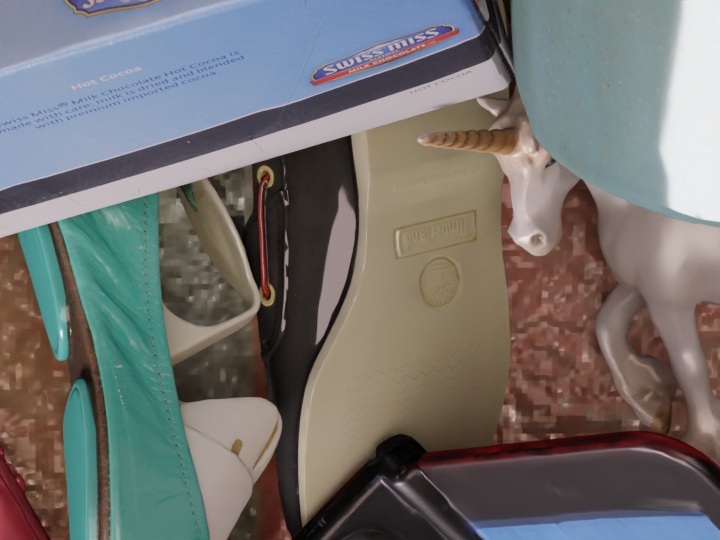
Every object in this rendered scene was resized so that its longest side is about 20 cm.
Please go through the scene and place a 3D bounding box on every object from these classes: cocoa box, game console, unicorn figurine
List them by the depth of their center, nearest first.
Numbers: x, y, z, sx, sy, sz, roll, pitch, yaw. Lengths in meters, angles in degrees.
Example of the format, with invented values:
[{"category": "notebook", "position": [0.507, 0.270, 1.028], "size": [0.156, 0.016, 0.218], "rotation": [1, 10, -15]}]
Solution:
[{"category": "cocoa box", "position": [-0.076, -0.096, 0.704], "size": [0.200, 0.131, 0.133], "rotation": [-16, 76, 7]}, {"category": "game console", "position": [0.069, 0.148, 0.779], "size": [0.172, 0.119, 0.200], "rotation": [-46, 115, -1]}, {"category": "unicorn figurine", "position": [0.114, -0.001, 0.802], "size": [0.200, 0.074, 0.137], "rotation": [-7, 114, -6]}]

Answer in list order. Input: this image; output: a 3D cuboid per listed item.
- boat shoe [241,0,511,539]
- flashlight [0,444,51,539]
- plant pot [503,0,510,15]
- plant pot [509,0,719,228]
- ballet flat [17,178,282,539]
[{"category": "boat shoe", "position": [0.002, 0.000, 0.809], "size": [0.074, 0.063, 0.202], "rotation": [-6, 105, -36]}, {"category": "flashlight", "position": [-0.111, 0.072, 0.805], "size": [0.068, 0.068, 0.200], "rotation": [-30, 103, -18]}, {"category": "plant pot", "position": [0.120, -0.136, 0.782], "size": [0.200, 0.027, 0.200], "rotation": [-1, 114, -1]}, {"category": "plant pot", "position": [0.116, -0.127, 0.669], "size": [0.200, 0.200, 0.196], "rotation": [-5, 122, -6]}, {"category": "ballet flat", "position": [-0.060, 0.029, 0.774], "size": [0.070, 0.067, 0.200], "rotation": [-8, 73, -12]}]
